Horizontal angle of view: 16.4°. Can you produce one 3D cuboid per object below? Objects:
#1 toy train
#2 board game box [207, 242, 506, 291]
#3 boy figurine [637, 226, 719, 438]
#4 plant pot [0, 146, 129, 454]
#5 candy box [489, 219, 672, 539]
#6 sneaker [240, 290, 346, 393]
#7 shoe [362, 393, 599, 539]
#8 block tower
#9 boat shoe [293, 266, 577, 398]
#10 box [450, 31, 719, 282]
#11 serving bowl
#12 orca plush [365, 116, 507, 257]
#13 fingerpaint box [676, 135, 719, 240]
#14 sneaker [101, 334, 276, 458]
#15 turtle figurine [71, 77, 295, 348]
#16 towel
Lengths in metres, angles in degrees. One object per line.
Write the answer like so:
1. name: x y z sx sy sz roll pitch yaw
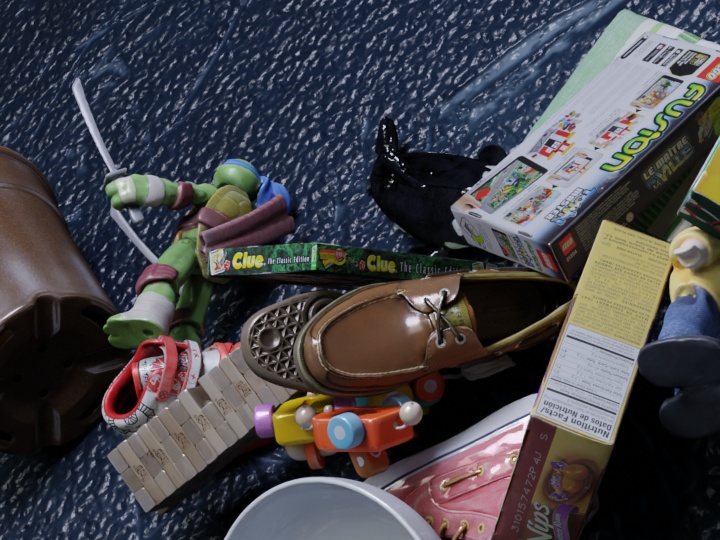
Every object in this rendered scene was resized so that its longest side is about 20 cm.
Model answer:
1. toy train: 0.017 0.104 1.679 0.149 0.200 0.056 -5 97 35
2. board game box: 0.000 0.000 1.733 0.104 0.199 0.024 -6 82 41
3. boy figurine: 0.228 0.026 1.557 0.064 0.125 0.200 -12 23 29
4. plant pot: -0.292 0.033 2.004 0.200 0.200 0.198 -47 47 3
5. candy box: 0.139 0.076 1.547 0.200 0.056 0.117 -63 -9 -48
6. sneaker: 0.007 0.051 1.691 0.075 0.199 0.071 150 113 -66
7. shoe: 0.065 0.165 1.630 0.199 0.071 0.091 -33 37 15
8. block tower: -0.091 0.096 1.760 0.200 0.058 0.054 -41 78 18
9. boat shoe: 0.052 0.030 1.626 0.068 0.199 0.072 -28 79 60
10. box: 0.166 -0.080 1.675 0.200 0.035 0.110 -41 34 -18
11. serving bowl: -0.003 0.230 1.611 0.199 0.066 0.202 2 94 37
12. orca plush: 0.045 -0.076 1.828 0.105 0.071 0.200 -43 32 4
13. fingerpaint box: 0.314 -0.083 1.514 0.201 0.166 0.073 -60 -4 -11
14. sneaker: -0.095 0.079 1.825 0.201 0.108 0.068 -31 43 23
15. turtle figurine: -0.163 -0.009 1.930 0.144 0.199 0.195 117 171 -53
16. towel: 0.204 -0.098 1.747 0.153 0.023 0.200 -53 37 -5
